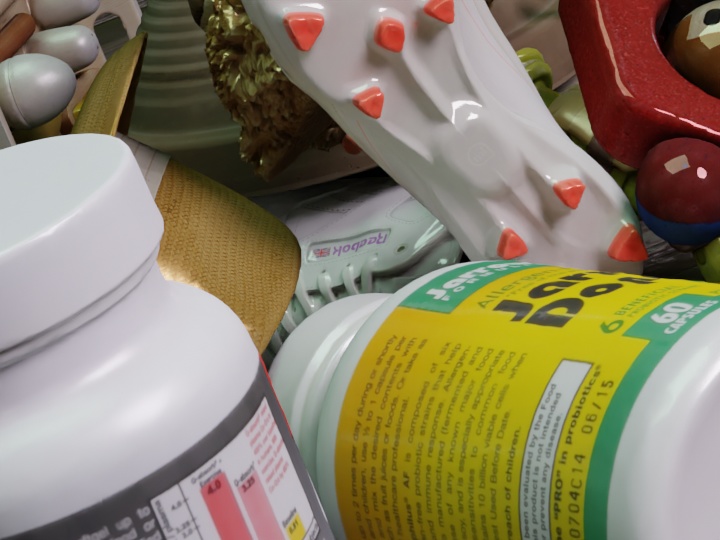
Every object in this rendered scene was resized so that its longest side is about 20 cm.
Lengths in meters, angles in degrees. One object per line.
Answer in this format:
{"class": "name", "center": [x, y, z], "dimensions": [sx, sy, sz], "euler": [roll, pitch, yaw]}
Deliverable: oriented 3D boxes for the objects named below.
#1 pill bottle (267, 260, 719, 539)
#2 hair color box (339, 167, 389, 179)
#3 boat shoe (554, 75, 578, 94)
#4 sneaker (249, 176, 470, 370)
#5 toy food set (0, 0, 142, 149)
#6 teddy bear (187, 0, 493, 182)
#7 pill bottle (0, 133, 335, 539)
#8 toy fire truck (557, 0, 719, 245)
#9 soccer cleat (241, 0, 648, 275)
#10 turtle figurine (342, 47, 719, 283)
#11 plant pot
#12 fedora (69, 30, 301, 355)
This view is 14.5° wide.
{"class": "pill bottle", "center": [0.058, 0.055, 0.799], "dimensions": [0.113, 0.113, 0.200], "euler": [-32, 21, -28]}
{"class": "hair color box", "center": [0.004, -0.050, 1.214], "dimensions": [0.100, 0.061, 0.200], "euler": [-13, 21, 21]}
{"class": "boat shoe", "center": [0.129, -0.072, 1.125], "dimensions": [0.200, 0.074, 0.069], "euler": [-17, 26, 15]}
{"class": "sneaker", "center": [0.000, 0.000, 1.064], "dimensions": [0.200, 0.075, 0.100], "euler": [-19, 18, 8]}
{"class": "toy food set", "center": [-0.125, -0.065, 1.267], "dimensions": [0.060, 0.144, 0.200], "euler": [-15, 20, 19]}
{"class": "teddy bear", "center": [0.007, -0.109, 0.970], "dimensions": [0.200, 0.067, 0.145], "euler": [-44, -10, -30]}
{"class": "pill bottle", "center": [-0.067, 0.073, 0.749], "dimensions": [0.116, 0.200, 0.116], "euler": [-19, 20, 7]}
{"class": "toy fire truck", "center": [0.158, -0.055, 0.902], "dimensions": [0.200, 0.112, 0.168], "euler": [22, 43, 4]}
{"class": "soccer cleat", "center": [0.017, -0.063, 0.871], "dimensions": [0.069, 0.200, 0.078], "euler": [-38, 21, -2]}
{"class": "turtle figurine", "center": [0.093, -0.036, 0.995], "dimensions": [0.161, 0.064, 0.200], "euler": [31, 31, 24]}
{"class": "plant pot", "center": [-0.013, -0.104, 1.125], "dimensions": [0.201, 0.093, 0.201], "euler": [-16, 14, 4]}
{"class": "fedora", "center": [-0.069, 0.021, 0.904], "dimensions": [0.082, 0.201, 0.201], "euler": [17, 21, -3]}
